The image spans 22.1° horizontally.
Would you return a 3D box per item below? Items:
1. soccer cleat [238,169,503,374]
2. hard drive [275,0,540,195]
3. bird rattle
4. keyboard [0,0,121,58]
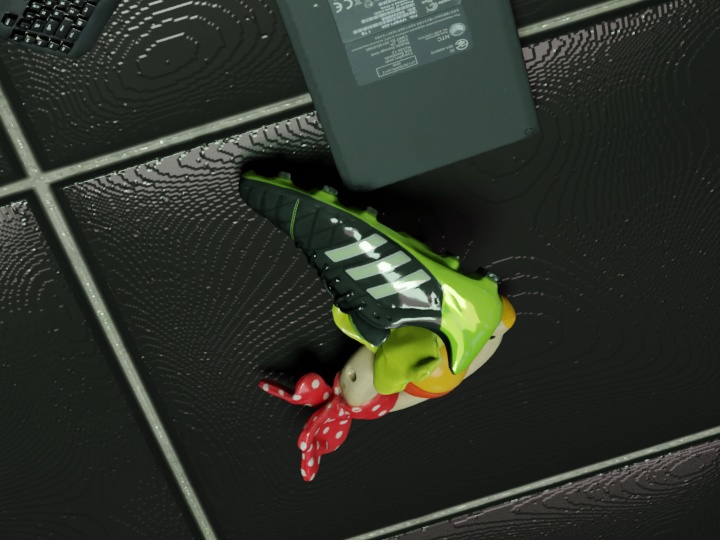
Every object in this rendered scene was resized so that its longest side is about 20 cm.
[{"bbox_3d":[0.000,0.000,1.229,0.199,0.068,0.082,28,91,-2],"label":"soccer cleat"},{"bbox_3d":[0.031,-0.141,1.169,0.138,0.033,0.201,-18,138,2],"label":"hard drive"},{"bbox_3d":[0.031,0.075,1.355,0.162,0.113,0.201,-8,143,-33],"label":"bird rattle"},{"bbox_3d":[-0.158,-0.197,1.047,0.103,0.040,0.200,14,129,-30],"label":"keyboard"}]
